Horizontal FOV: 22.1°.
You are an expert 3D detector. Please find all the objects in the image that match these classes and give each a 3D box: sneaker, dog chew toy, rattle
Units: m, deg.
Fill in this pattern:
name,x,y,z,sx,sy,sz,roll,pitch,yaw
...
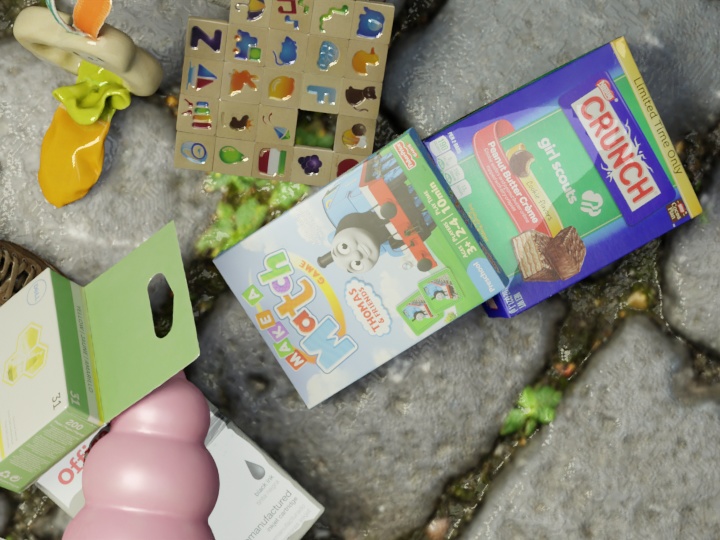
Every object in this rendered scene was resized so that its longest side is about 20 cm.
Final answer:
name,x,y,z,sx,sy,sz,roll,pitch,yaw
sneaker,-0.311,-0.001,1.468,0.199,0.075,0.071,25,83,-24
dog chew toy,-0.162,0.173,1.408,0.123,0.124,0.202,9,82,-11
rattle,-0.232,-0.141,1.436,0.130,0.200,0.143,39,83,-8

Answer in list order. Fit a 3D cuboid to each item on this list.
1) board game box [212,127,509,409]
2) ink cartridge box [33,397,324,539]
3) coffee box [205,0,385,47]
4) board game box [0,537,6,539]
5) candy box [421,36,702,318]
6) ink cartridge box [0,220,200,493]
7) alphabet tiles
name,x,y,z,sx,sy,sz,roll,pitch,yaw
board game box,0.000,0.000,1.528,0.199,0.037,0.152,-32,96,15
ink cartridge box,-0.152,0.179,1.510,0.200,0.084,0.146,42,84,-8
coffee box,-0.072,-0.266,1.528,0.198,0.080,0.114,19,87,-10
board game box,-0.308,0.263,1.463,0.198,0.127,0.035,23,122,-10
candy box,0.167,-0.078,1.574,0.199,0.077,0.170,-28,96,-10
ink cartridge box,-0.218,0.058,1.417,0.199,0.146,0.048,-38,135,23
alphabet tiles,-0.063,-0.166,1.510,0.165,0.008,0.202,7,117,-4
